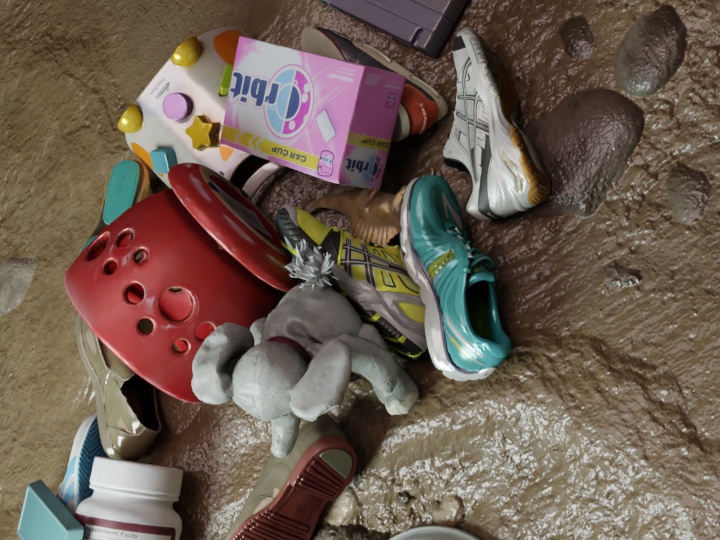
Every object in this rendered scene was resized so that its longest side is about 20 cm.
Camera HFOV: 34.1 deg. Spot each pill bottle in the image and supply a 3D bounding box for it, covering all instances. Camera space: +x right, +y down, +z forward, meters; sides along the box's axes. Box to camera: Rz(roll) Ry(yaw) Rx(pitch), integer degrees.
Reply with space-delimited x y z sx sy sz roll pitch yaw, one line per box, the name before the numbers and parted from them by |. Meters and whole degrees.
pill bottle | -0.249 0.302 1.224 0.113 0.114 0.203 1 77 34

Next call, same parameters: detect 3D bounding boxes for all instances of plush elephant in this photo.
plush elephant | -0.059 0.095 1.086 0.163 0.201 0.155 13 48 31

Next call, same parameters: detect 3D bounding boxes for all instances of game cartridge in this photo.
game cartridge | 0.038 -0.322 1.264 0.199 0.038 0.130 34 93 36

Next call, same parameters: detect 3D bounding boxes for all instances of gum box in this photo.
gum box | -0.057 -0.163 1.192 0.199 0.066 0.115 22 103 41

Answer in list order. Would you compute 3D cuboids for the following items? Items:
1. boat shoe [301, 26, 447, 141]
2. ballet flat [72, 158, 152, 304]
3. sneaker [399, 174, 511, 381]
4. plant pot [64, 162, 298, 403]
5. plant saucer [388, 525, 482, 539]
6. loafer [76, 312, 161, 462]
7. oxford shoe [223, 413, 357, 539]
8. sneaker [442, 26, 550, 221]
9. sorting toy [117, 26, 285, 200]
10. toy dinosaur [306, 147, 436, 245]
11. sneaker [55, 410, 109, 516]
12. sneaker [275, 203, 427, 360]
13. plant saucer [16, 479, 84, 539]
boat shoe | 0.009 -0.203 1.232 0.062 0.072 0.200 -27 48 -24
ballet flat | -0.279 -0.033 1.355 0.068 0.063 0.202 7 61 14
sneaker | 0.095 0.000 1.094 0.080 0.077 0.202 -35 66 51
plant pot | -0.174 0.007 1.211 0.183 0.200 0.201 -45 56 8
plant saucer | 0.056 0.330 1.048 0.198 0.050 0.203 -10 71 31
loafer | -0.264 0.114 1.320 0.067 0.076 0.202 -24 73 25
oxford shoe | -0.078 0.229 1.171 0.200 0.070 0.075 -48 31 13
sneaker | 0.110 -0.141 1.134 0.087 0.075 0.202 -27 62 25
sorting toy | -0.159 -0.150 1.325 0.180 0.107 0.200 46 104 15
toy dinosaur | 0.014 -0.073 1.191 0.199 0.058 0.102 22 90 37
sneaker | -0.312 0.256 1.307 0.080 0.076 0.203 -6 69 41
sneaker | 0.000 0.000 1.152 0.200 0.075 0.076 41 74 7
plant saucer | -0.335 0.280 1.254 0.199 0.019 0.071 11 87 63
